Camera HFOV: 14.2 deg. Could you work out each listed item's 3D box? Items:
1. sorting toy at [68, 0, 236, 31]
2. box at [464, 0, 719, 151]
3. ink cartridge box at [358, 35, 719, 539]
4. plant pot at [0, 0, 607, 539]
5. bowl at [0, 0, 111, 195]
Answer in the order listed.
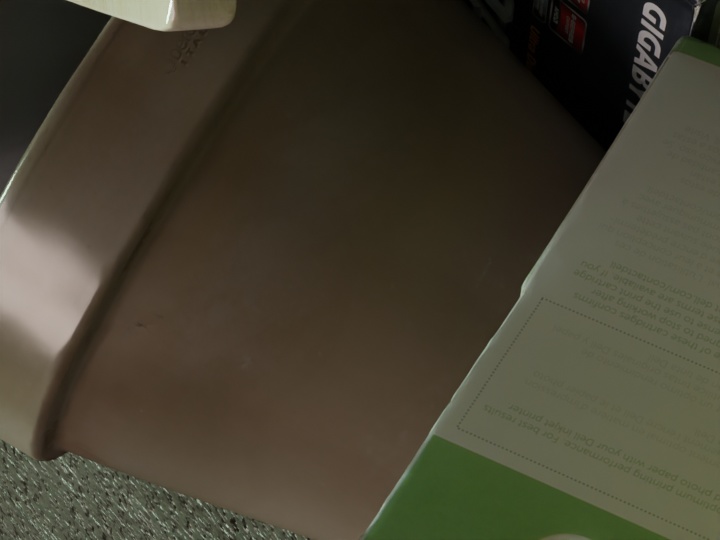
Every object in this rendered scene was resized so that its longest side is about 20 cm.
[{"bbox_3d":[-0.110,-0.173,0.754,0.199,0.069,0.201,23,117,56],"label":"sorting toy"},{"bbox_3d":[0.052,-0.083,0.899,0.159,0.046,0.200,44,157,21],"label":"box"},{"bbox_3d":[0.103,0.042,0.732,0.145,0.200,0.048,23,149,18],"label":"ink cartridge box"},{"bbox_3d":[0.000,0.000,0.853,0.173,0.200,0.200,32,156,5],"label":"plant pot"},{"bbox_3d":[-0.173,-0.052,0.889,0.199,0.200,0.075,1,100,37],"label":"bowl"}]
